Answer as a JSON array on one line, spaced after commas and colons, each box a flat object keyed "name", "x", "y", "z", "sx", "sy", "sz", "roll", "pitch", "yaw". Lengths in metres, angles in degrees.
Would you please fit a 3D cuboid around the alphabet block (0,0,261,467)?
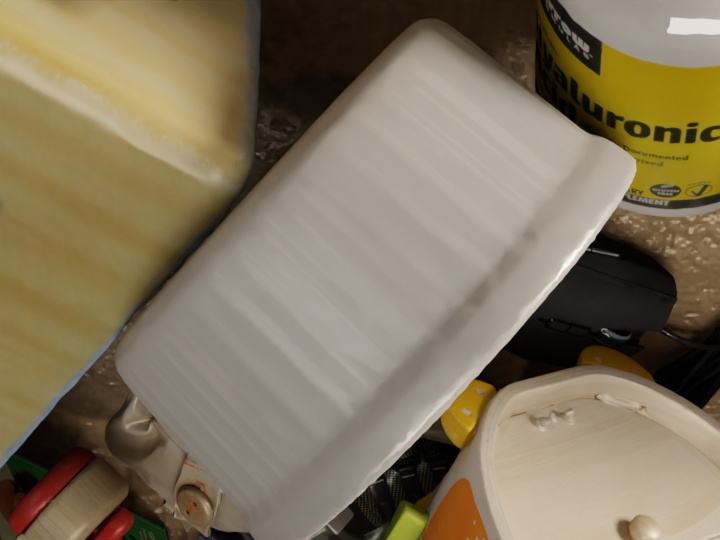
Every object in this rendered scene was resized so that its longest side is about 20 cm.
[{"name": "alphabet block", "x": -0.171, "y": -0.075, "z": 0.781, "sx": 0.200, "sy": 0.195, "sz": 0.196, "roll": 30, "pitch": 121, "yaw": -22}]

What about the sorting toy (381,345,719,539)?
[{"name": "sorting toy", "x": 0.060, "y": 0.135, "z": 0.934, "sx": 0.200, "sy": 0.107, "sz": 0.180, "roll": -9, "pitch": 145, "yaw": -48}]

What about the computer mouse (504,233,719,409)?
[{"name": "computer mouse", "x": 0.120, "y": 0.002, "z": 0.944, "sx": 0.200, "sy": 0.046, "sz": 0.140, "roll": 31, "pitch": 123, "yaw": -24}]

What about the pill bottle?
[{"name": "pill bottle", "x": 0.120, "y": -0.108, "z": 0.766, "sx": 0.111, "sy": 0.111, "sz": 0.200, "roll": -5, "pitch": 156, "yaw": 3}]

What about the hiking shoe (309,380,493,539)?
[{"name": "hiking shoe", "x": 0.024, "y": 0.089, "z": 1.007, "sx": 0.200, "sy": 0.076, "sz": 0.101, "roll": 10, "pitch": 121, "yaw": -21}]

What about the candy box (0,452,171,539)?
[{"name": "candy box", "x": -0.202, "y": 0.160, "z": 0.999, "sx": 0.169, "sy": 0.077, "sz": 0.200, "roll": -21, "pitch": 155, "yaw": 15}]

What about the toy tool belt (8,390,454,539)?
[{"name": "toy tool belt", "x": -0.043, "y": 0.083, "z": 0.899, "sx": 0.123, "sy": 0.200, "sz": 0.125, "roll": 44, "pitch": 149, "yaw": 1}]

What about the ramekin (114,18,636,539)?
[{"name": "ramekin", "x": 0.000, "y": 0.000, "z": 0.769, "sx": 0.098, "sy": 0.200, "sz": 0.200, "roll": 43, "pitch": 120, "yaw": -2}]
